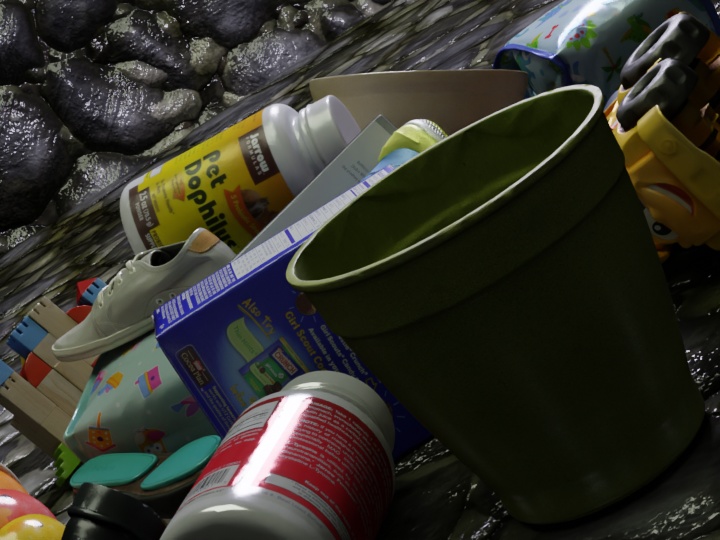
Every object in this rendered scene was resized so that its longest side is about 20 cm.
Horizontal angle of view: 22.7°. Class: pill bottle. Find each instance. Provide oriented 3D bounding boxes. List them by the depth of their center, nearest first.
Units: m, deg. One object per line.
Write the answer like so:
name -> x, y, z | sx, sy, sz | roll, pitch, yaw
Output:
pill bottle -> -0.042, 0.142, 1.084 | 0.112, 0.112, 0.200 | -26, 14, 24
pill bottle -> -0.092, -0.066, 1.488 | 0.200, 0.109, 0.109 | -28, 14, 15

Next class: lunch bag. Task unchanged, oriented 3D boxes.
lunch bag -> -0.127, 0.087, 1.459 | 0.170, 0.122, 0.200 | -28, 20, 21
lunch bag -> 0.232, -0.218, 1.729 | 0.170, 0.127, 0.200 | -34, 23, -9

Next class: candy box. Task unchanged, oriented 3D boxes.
candy box -> -0.015, 0.050, 1.229 | 0.200, 0.169, 0.077 | -31, 17, -1

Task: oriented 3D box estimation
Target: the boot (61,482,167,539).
boot -> -0.159, 0.229, 1.067 | 0.073, 0.198, 0.163 | 17, 69, 19

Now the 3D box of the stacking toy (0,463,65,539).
stacking toy -> -0.247, 0.218, 1.311 | 0.200, 0.146, 0.146 | 6, 36, 41

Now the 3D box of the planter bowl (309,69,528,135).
planter bowl -> 0.055, -0.110, 1.640 | 0.200, 0.135, 0.200 | -1, 2, 0

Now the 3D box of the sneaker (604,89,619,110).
sneaker -> 0.250, -0.113, 1.477 | 0.082, 0.070, 0.200 | -50, 13, -5

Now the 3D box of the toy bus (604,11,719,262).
toy bus -> 0.203, -0.065, 1.273 | 0.192, 0.136, 0.200 | -40, 11, 28

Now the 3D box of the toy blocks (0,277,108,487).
toy blocks -> -0.271, 0.086, 1.673 | 0.200, 0.137, 0.100 | -51, 1, -30

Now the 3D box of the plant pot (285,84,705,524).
plant pot -> 0.092, 0.031, 1.005 | 0.200, 0.193, 0.200 | -29, 14, 8

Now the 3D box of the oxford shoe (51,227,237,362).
oxford shoe -> -0.177, 0.019, 1.439 | 0.200, 0.058, 0.075 | -27, 13, 33

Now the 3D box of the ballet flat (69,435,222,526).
ballet flat -> -0.140, 0.163, 1.318 | 0.068, 0.068, 0.200 | -43, 18, -33

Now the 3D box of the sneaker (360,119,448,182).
sneaker -> 0.068, -0.015, 1.313 | 0.105, 0.200, 0.076 | -40, -28, 1

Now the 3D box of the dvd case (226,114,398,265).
dvd case -> 0.000, 0.000, 1.358 | 0.200, 0.150, 0.025 | -45, -9, -11
